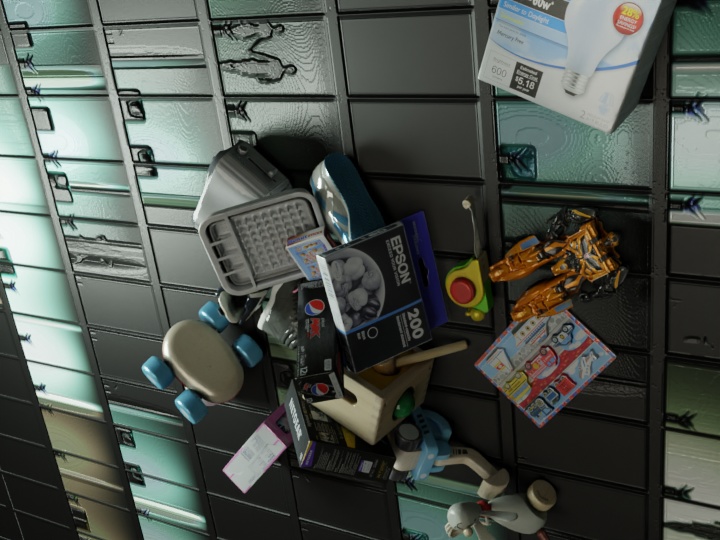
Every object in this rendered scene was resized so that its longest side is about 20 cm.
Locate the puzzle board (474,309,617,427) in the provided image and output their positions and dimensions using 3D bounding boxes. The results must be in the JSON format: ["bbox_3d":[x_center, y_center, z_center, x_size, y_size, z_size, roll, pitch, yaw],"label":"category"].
[{"bbox_3d":[0.287,0.144,1.428,0.150,0.017,0.201,42,128,7],"label":"puzzle board"}]

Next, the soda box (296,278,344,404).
[{"bbox_3d":[-0.063,0.109,1.432,0.062,0.202,0.071,-10,135,9],"label":"soda box"}]

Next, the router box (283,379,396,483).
[{"bbox_3d":[-0.038,0.268,1.521,0.154,0.200,0.053,16,108,-18],"label":"router box"}]

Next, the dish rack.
[{"bbox_3d":[-0.151,-0.052,1.476,0.196,0.044,0.174,-15,130,3],"label":"dish rack"}]

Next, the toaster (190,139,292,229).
[{"bbox_3d":[-0.204,-0.111,1.543,0.128,0.114,0.202,35,125,9],"label":"toaster"}]

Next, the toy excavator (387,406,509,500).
[{"bbox_3d":[0.140,0.310,1.558,0.196,0.196,0.101,-115,33,-47],"label":"toy excavator"}]

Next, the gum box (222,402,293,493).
[{"bbox_3d":[-0.174,0.331,1.746,0.066,0.113,0.200,43,129,4],"label":"gum box"}]

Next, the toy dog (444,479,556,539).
[{"bbox_3d":[0.243,0.422,1.493,0.133,0.196,0.097,90,160,-50],"label":"toy dog"}]

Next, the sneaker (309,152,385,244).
[{"bbox_3d":[-0.019,-0.084,1.456,0.081,0.075,0.203,-34,75,53],"label":"sneaker"}]

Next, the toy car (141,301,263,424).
[{"bbox_3d":[-0.309,0.196,1.759,0.177,0.184,0.200,43,157,6],"label":"toy car"}]

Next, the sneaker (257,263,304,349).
[{"bbox_3d":[-0.111,0.061,1.603,0.098,0.071,0.202,35,133,9],"label":"sneaker"}]

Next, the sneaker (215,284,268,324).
[{"bbox_3d":[-0.224,0.052,1.616,0.080,0.129,0.198,53,138,-4],"label":"sneaker"}]

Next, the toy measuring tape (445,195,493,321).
[{"bbox_3d":[0.160,-0.015,1.394,0.072,0.073,0.204,0,114,31],"label":"toy measuring tape"}]

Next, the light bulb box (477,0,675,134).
[{"bbox_3d":[0.278,-0.315,1.132,0.196,0.125,0.203,26,126,18],"label":"light bulb box"}]

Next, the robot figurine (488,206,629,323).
[{"bbox_3d":[0.292,-0.004,1.319,0.199,0.058,0.147,-31,90,38],"label":"robot figurine"}]

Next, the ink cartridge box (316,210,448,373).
[{"bbox_3d":[0.046,0.033,1.415,0.043,0.197,0.202,24,133,62],"label":"ink cartridge box"}]

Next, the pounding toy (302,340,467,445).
[{"bbox_3d":[0.041,0.167,1.504,0.198,0.183,0.144,29,127,26],"label":"pounding toy"}]

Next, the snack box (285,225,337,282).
[{"bbox_3d":[-0.047,0.012,1.497,0.071,0.025,0.201,-16,132,19],"label":"snack box"}]
